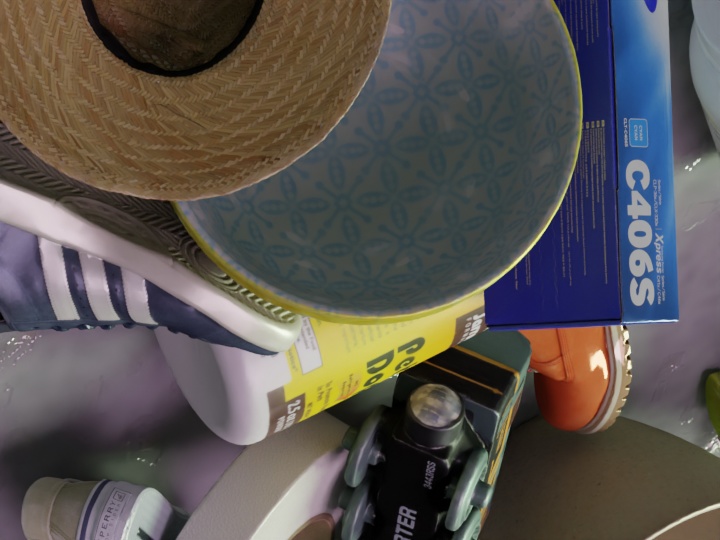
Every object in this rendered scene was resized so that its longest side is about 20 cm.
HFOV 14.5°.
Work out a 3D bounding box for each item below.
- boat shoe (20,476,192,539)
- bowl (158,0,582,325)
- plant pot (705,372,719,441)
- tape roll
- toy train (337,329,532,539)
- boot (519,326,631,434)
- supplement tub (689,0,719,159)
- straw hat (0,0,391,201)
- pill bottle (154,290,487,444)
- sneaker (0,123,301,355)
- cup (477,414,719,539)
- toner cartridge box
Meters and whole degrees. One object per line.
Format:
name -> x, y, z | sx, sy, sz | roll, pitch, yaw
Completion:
boat shoe -> -0.126, 0.146, 1.492 | 0.200, 0.062, 0.072 | 72, 39, -67
bowl -> -0.002, -0.064, 1.314 | 0.199, 0.201, 0.108 | -31, 172, -13
plant pot -> 0.345, 0.088, 1.744 | 0.198, 0.200, 0.182 | 8, 128, -46
tape roll -> -0.058, 0.168, 1.531 | 0.203, 0.037, 0.203 | -50, 159, -27
toy train -> 0.040, 0.112, 1.528 | 0.201, 0.085, 0.114 | 97, 19, -50
boot -> 0.094, 0.024, 1.566 | 0.107, 0.075, 0.201 | -17, 138, -11
supplement tub -> 0.256, -0.095, 1.513 | 0.145, 0.145, 0.200 | -36, 143, -6
straw hat -> -0.079, -0.132, 1.219 | 0.201, 0.201, 0.085 | -41, -176, 0
pill bottle -> 0.000, 0.000, 1.414 | 0.199, 0.109, 0.110 | -25, 141, -19
sneaker -> -0.126, 0.003, 1.301 | 0.199, 0.075, 0.085 | 26, 116, -17
cup -> 0.141, 0.165, 1.678 | 0.199, 0.143, 0.201 | -23, 140, -21
toner cartridge box -> 0.102, -0.073, 1.355 | 0.043, 0.095, 0.202 | 0, 88, -42
